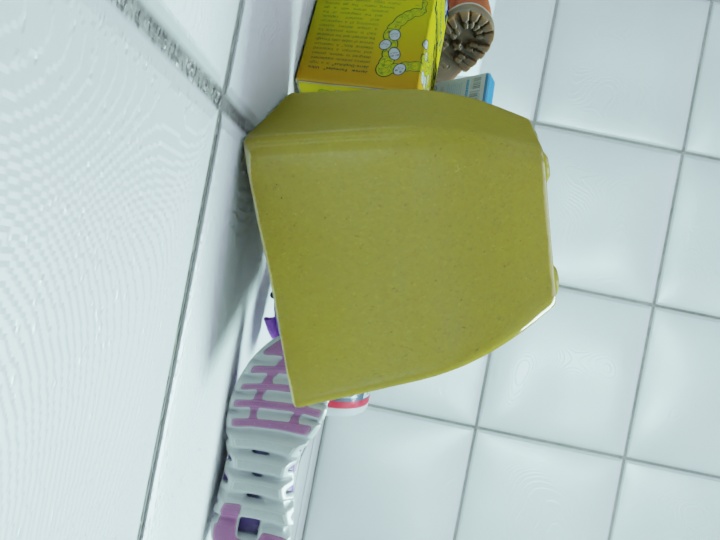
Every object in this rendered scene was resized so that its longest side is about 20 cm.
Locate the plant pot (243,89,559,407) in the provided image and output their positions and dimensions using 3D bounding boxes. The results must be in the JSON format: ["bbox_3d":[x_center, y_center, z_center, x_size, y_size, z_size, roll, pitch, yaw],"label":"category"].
[{"bbox_3d":[0.042,-0.037,0.689,0.195,0.197,0.198,-75,157,-69],"label":"plant pot"}]

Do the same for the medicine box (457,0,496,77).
[{"bbox_3d":[0.085,-0.370,1.167,0.201,0.102,0.184,-125,-144,-48],"label":"medicine box"}]

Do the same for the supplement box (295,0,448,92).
[{"bbox_3d":[0.018,-0.215,0.856,0.109,0.108,0.202,79,20,-61],"label":"supplement box"}]

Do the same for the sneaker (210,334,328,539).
[{"bbox_3d":[-0.080,0.145,0.791,0.089,0.079,0.203,-108,-147,-79],"label":"sneaker"}]

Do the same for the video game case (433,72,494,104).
[{"bbox_3d":[0.028,-0.116,0.891,0.018,0.198,0.145,47,47,-48],"label":"video game case"}]

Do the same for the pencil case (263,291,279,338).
[{"bbox_3d":[0.007,0.032,0.890,0.085,0.198,0.085,0,-73,58],"label":"pencil case"}]

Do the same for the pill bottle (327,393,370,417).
[{"bbox_3d":[-0.030,0.089,1.274,0.120,0.118,0.203,-71,172,-78],"label":"pill bottle"}]

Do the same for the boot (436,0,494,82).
[{"bbox_3d":[0.069,-0.241,1.021,0.199,0.075,0.108,-34,-146,34],"label":"boot"}]
